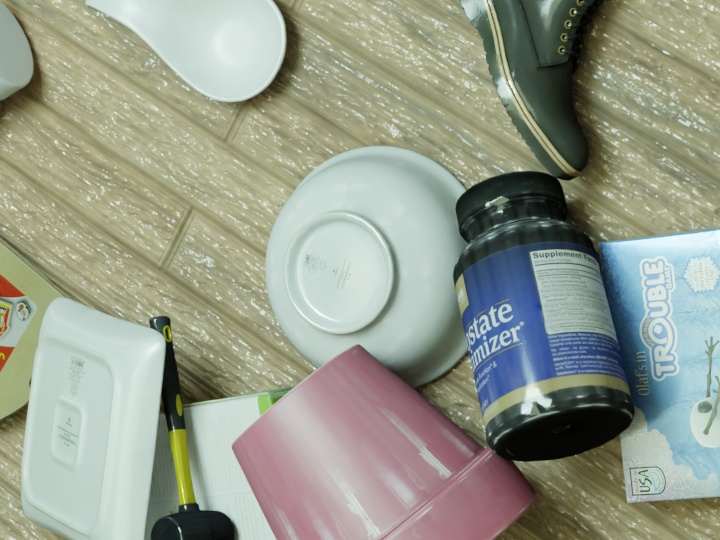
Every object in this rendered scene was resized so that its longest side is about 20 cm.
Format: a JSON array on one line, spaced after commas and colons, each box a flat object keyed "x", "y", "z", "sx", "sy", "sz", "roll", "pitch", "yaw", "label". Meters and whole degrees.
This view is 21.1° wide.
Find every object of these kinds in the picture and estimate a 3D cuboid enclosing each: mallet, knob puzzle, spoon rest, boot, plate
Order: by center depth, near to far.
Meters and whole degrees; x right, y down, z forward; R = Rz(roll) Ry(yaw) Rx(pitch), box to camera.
[{"x": 0.164, "y": -0.184, "z": 1.471, "sx": 0.138, "sy": 0.077, "sz": 0.201, "roll": -26, "pitch": 82, "yaw": 18, "label": "boot"}, {"x": -0.140, "y": 0.137, "z": 1.558, "sx": 0.041, "sy": 0.066, "sz": 0.201, "roll": -18, "pitch": 70, "yaw": 37, "label": "mallet"}, {"x": -0.230, "y": 0.134, "z": 1.596, "sx": 0.199, "sy": 0.032, "sz": 0.201, "roll": 15, "pitch": 99, "yaw": 54, "label": "plate"}, {"x": -0.151, "y": -0.207, "z": 1.616, "sx": 0.199, "sy": 0.061, "sz": 0.100, "roll": 22, "pitch": 101, "yaw": 23, "label": "spoon rest"}, {"x": -0.361, "y": 0.058, "z": 1.736, "sx": 0.219, "sy": 0.030, "sz": 0.221, "roll": 1, "pitch": 92, "yaw": 23, "label": "knob puzzle"}]

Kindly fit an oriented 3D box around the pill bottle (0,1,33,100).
[{"x": -0.394, "y": -0.161, "z": 1.697, "sx": 0.199, "sy": 0.113, "sz": 0.114, "roll": -26, "pitch": 81, "yaw": 23, "label": "pill bottle"}]

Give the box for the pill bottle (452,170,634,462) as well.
[{"x": 0.131, "y": 0.033, "z": 1.451, "sx": 0.111, "sy": 0.112, "sz": 0.201, "roll": -23, "pitch": 63, "yaw": 23, "label": "pill bottle"}]

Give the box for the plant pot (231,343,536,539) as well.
[{"x": 0.004, "y": 0.165, "z": 1.471, "sx": 0.200, "sy": 0.200, "sz": 0.179, "roll": -41, "pitch": 85, "yaw": 20, "label": "plant pot"}]

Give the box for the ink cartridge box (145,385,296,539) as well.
[{"x": -0.127, "y": 0.182, "z": 1.613, "sx": 0.199, "sy": 0.076, "sz": 0.149, "roll": -10, "pitch": 88, "yaw": 30, "label": "ink cartridge box"}]

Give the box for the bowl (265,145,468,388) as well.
[{"x": 0.000, "y": 0.000, "z": 1.540, "sx": 0.200, "sy": 0.090, "sz": 0.202, "roll": 1, "pitch": 92, "yaw": 23, "label": "bowl"}]

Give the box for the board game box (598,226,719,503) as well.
[{"x": 0.286, "y": 0.067, "z": 1.439, "sx": 0.198, "sy": 0.043, "sz": 0.201, "roll": -7, "pitch": 89, "yaw": 26, "label": "board game box"}]
